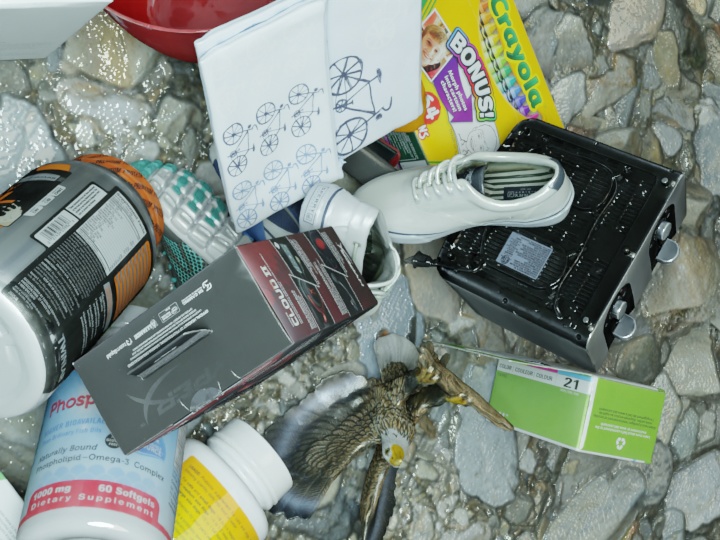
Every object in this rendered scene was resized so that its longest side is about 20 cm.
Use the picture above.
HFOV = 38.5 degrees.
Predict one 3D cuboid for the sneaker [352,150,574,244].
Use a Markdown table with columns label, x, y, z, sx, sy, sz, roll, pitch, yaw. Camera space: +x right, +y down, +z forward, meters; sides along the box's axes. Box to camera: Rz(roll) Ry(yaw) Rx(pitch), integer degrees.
| label | x | y | z | sx | sy | sz | roll | pitch | yaw |
| --- | --- | --- | --- | --- | --- | --- | --- | --- | --- |
| sneaker | 0.083 | -0.073 | 0.892 | 0.071 | 0.198 | 0.074 | 61 | 25 | -60 |

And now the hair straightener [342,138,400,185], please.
| label | x | y | z | sx | sy | sz | roll | pitch | yaw |
| --- | --- | --- | --- | --- | --- | --- | --- | --- | --- |
| hair straightener | -0.042 | -0.128 | 0.915 | 0.199 | 0.041 | 0.077 | 37 | 32 | -27 |

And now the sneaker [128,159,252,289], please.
| label | x | y | z | sx | sy | sz | roll | pitch | yaw |
| --- | --- | --- | --- | --- | --- | --- | --- | --- | --- |
| sneaker | -0.134 | -0.004 | 0.861 | 0.200 | 0.091 | 0.078 | 46 | 26 | -3 |

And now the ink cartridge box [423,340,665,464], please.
| label | x | y | z | sx | sy | sz | roll | pitch | yaw |
| --- | --- | --- | --- | --- | --- | --- | --- | --- | --- |
| ink cartridge box | 0.171 | 0.126 | 1.008 | 0.198 | 0.147 | 0.077 | 13 | 88 | -30 |

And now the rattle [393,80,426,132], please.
| label | x | y | z | sx | sy | sz | roll | pitch | yaw |
| --- | --- | --- | --- | --- | --- | --- | --- | --- | --- |
| rattle | 0.006 | -0.169 | 0.828 | 0.129 | 0.200 | 0.144 | -29 | 98 | -14 |

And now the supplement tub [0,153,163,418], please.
| label | x | y | z | sx | sy | sz | roll | pitch | yaw |
| --- | --- | --- | --- | --- | --- | --- | --- | --- | --- |
| supplement tub | -0.225 | 0.001 | 0.736 | 0.123 | 0.122 | 0.200 | 59 | 28 | -18 |

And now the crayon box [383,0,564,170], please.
| label | x | y | z | sx | sy | sz | roll | pitch | yaw |
| --- | --- | --- | --- | --- | --- | --- | --- | --- | --- |
| crayon box | 0.094 | -0.181 | 1.005 | 0.172 | 0.058 | 0.201 | -34 | 109 | -26 |

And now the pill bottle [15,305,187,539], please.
| label | x | y | z | sx | sy | sz | roll | pitch | yaw |
| --- | --- | --- | --- | --- | --- | --- | --- | --- | --- |
| pill bottle | -0.184 | 0.128 | 0.768 | 0.108 | 0.109 | 0.201 | 28 | 40 | -29 |

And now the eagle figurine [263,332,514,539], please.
| label | x | y | z | sx | sy | sz | roll | pitch | yaw |
| --- | --- | --- | --- | --- | --- | --- | --- | --- | --- |
| eagle figurine | 0.014 | 0.158 | 0.944 | 0.200 | 0.151 | 0.152 | -46 | 71 | 9 |

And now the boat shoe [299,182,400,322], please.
| label | x | y | z | sx | sy | sz | roll | pitch | yaw |
| --- | --- | --- | --- | --- | --- | --- | --- | --- | --- |
| boat shoe | 0.000 | 0.000 | 0.877 | 0.074 | 0.066 | 0.200 | -64 | 159 | -16 |

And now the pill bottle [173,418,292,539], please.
| label | x | y | z | sx | sy | sz | roll | pitch | yaw |
| --- | --- | --- | --- | --- | --- | --- | --- | --- | --- |
| pill bottle | -0.151 | 0.214 | 0.834 | 0.200 | 0.109 | 0.110 | -41 | 111 | -24 |

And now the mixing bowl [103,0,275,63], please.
| label | x | y | z | sx | sy | sz | roll | pitch | yaw |
| --- | --- | --- | --- | --- | --- | --- | --- | --- | --- |
| mixing bowl | -0.124 | -0.242 | 0.819 | 0.198 | 0.109 | 0.202 | 0 | 68 | 0 |

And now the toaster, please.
| label | x | y | z | sx | sy | sz | roll | pitch | yaw |
| --- | --- | --- | --- | --- | --- | --- | --- | --- | --- |
| toaster | 0.180 | -0.026 | 0.955 | 0.182 | 0.199 | 0.119 | -58 | 149 | -9 |

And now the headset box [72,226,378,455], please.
| label | x | y | z | sx | sy | sz | roll | pitch | yaw |
| --- | --- | --- | --- | --- | --- | --- | --- | --- | --- |
| headset box | -0.090 | 0.044 | 0.721 | 0.075 | 0.148 | 0.200 | 58 | 19 | 4 |

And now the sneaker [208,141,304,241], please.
| label | x | y | z | sx | sy | sz | roll | pitch | yaw |
| --- | --- | --- | --- | --- | --- | --- | --- | --- | --- |
| sneaker | -0.066 | -0.048 | 0.909 | 0.074 | 0.082 | 0.201 | -56 | 137 | -37 |

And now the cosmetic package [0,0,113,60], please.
| label | x | y | z | sx | sy | sz | roll | pitch | yaw |
| --- | --- | --- | --- | --- | --- | --- | --- | --- | --- |
| cosmetic package | -0.242 | -0.217 | 0.716 | 0.080 | 0.199 | 0.114 | -9 | 96 | -30 |

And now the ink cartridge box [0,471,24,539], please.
| label | x | y | z | sx | sy | sz | roll | pitch | yaw |
| --- | --- | --- | --- | --- | --- | --- | --- | --- | --- |
| ink cartridge box | -0.344 | 0.205 | 0.729 | 0.200 | 0.087 | 0.146 | -41 | 110 | -26 |

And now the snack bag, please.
| label | x | y | z | sx | sy | sz | roll | pitch | yaw |
| --- | --- | --- | --- | --- | --- | --- | --- | --- | --- |
| snack bag | -0.025 | -0.135 | 0.774 | 0.199 | 0.021 | 0.189 | -31 | 147 | -20 |
